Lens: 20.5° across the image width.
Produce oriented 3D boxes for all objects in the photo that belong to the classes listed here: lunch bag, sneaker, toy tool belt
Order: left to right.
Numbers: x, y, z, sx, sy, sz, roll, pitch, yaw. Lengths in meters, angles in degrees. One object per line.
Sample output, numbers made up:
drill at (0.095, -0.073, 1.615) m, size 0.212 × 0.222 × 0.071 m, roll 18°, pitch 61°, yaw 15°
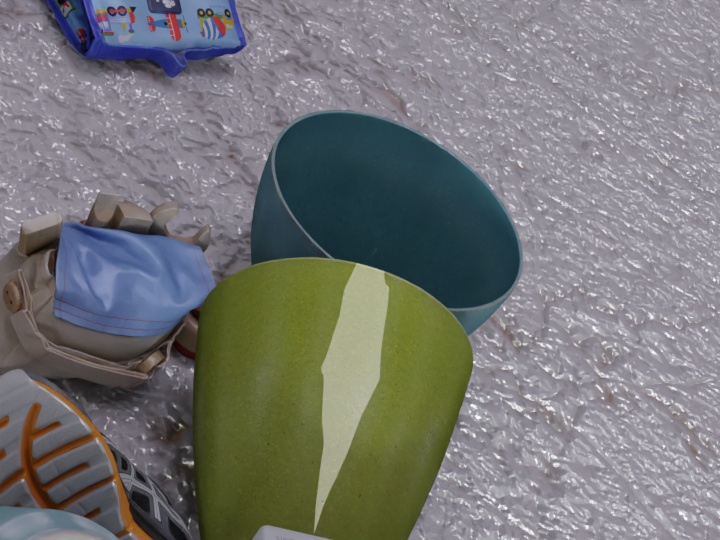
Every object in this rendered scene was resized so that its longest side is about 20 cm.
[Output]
sneaker at (-0.159, 0.137, 1.192) m, size 0.201 × 0.078 × 0.077 m, roll 59°, pitch 14°, yaw -23°
lunch bag at (-0.191, -0.244, 1.655) m, size 0.150 × 0.094 × 0.201 m, roll -5°, pitch 62°, yaw -41°
toy tool belt at (-0.154, 0.009, 1.337) m, size 0.199 × 0.123 × 0.125 m, roll 1°, pitch 46°, yaw -36°

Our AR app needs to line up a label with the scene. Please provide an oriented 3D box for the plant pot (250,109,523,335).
plant pot at (0.000, 0.000, 1.450) m, size 0.199 × 0.135 × 0.201 m, roll 20°, pitch 38°, yaw -16°

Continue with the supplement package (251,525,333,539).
supplement package at (-0.010, 0.277, 1.105) m, size 0.151 × 0.151 × 0.201 m, roll 16°, pitch 39°, yaw -22°

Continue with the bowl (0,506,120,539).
bowl at (-0.174, 0.206, 1.050) m, size 0.200 × 0.105 × 0.202 m, roll 27°, pitch 50°, yaw -36°

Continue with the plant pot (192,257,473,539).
plant pot at (-0.032, 0.128, 1.266) m, size 0.186 × 0.187 × 0.201 m, roll 22°, pitch 52°, yaw -14°
